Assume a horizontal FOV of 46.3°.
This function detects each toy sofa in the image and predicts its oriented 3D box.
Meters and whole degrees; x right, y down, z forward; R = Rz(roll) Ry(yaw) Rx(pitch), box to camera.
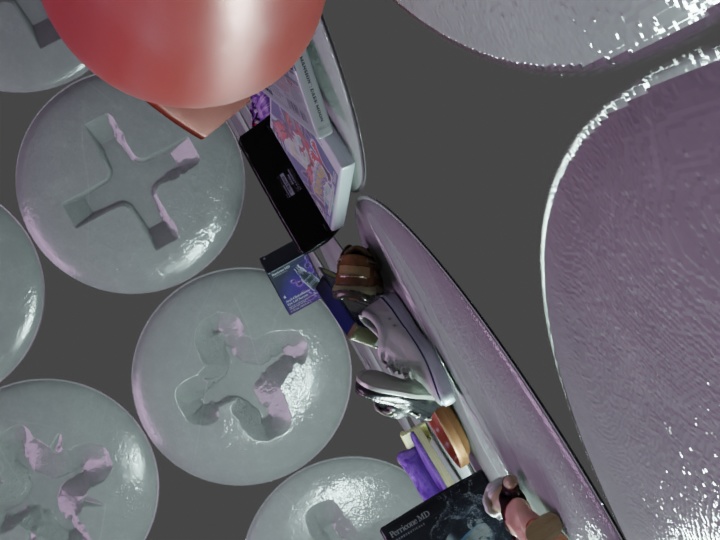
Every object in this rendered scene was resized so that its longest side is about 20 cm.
[{"bbox_3d":[0.152,0.445,1.864,0.200,0.097,0.083,57,173,41],"label":"toy sofa"}]

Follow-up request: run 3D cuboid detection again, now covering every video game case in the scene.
[{"bbox_3d":[-0.067,-0.163,1.072,0.182,0.023,0.200,59,167,14],"label":"video game case"},{"bbox_3d":[-0.100,-0.255,0.917,0.200,0.023,0.182,48,161,53],"label":"video game case"}]

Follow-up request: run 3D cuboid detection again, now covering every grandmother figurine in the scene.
[{"bbox_3d":[0.198,0.306,1.036,0.200,0.060,0.122,-142,50,-82],"label":"grandmother figurine"}]

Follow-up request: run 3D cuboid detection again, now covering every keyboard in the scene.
[{"bbox_3d":[-0.087,-0.131,1.209,0.200,0.104,0.040,61,-158,4],"label":"keyboard"}]

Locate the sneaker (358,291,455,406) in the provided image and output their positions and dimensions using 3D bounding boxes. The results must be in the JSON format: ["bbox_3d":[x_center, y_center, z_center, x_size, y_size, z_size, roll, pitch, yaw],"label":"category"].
[{"bbox_3d":[0.064,0.120,1.192,0.200,0.071,0.073,56,173,39],"label":"sneaker"}]

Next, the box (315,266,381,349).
[{"bbox_3d":[0.003,0.066,1.347,0.121,0.032,0.200,22,-162,-30],"label":"box"}]

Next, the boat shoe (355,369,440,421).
[{"bbox_3d":[0.053,0.183,1.199,0.074,0.060,0.200,31,-171,32],"label":"boat shoe"}]

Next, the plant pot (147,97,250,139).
[{"bbox_3d":[-0.303,-0.359,1.530,0.176,0.200,0.200,51,180,-32],"label":"plant pot"}]

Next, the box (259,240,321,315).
[{"bbox_3d":[-0.222,0.022,2.780,0.104,0.148,0.200,53,171,52],"label":"box"}]

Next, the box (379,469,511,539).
[{"bbox_3d":[0.163,0.468,1.392,0.200,0.196,0.117,59,173,16],"label":"box"}]

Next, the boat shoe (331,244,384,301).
[{"bbox_3d":[0.000,0.000,1.230,0.200,0.075,0.074,-84,-3,-86],"label":"boat shoe"}]

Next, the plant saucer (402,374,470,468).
[{"bbox_3d":[0.126,0.230,1.386,0.201,0.032,0.200,61,174,10],"label":"plant saucer"}]

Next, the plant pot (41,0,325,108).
[{"bbox_3d":[-0.096,-0.212,0.479,0.201,0.200,0.177,61,166,-4],"label":"plant pot"}]

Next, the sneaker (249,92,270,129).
[{"bbox_3d":[-0.136,-0.214,1.242,0.200,0.083,0.081,62,174,-6],"label":"sneaker"}]
